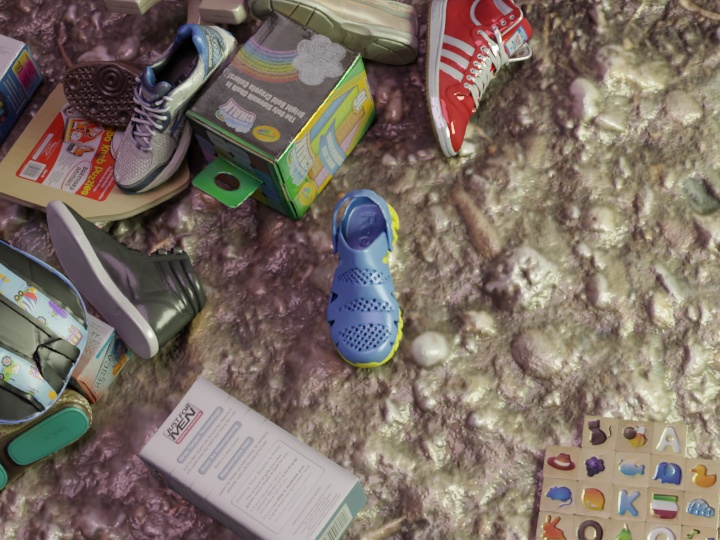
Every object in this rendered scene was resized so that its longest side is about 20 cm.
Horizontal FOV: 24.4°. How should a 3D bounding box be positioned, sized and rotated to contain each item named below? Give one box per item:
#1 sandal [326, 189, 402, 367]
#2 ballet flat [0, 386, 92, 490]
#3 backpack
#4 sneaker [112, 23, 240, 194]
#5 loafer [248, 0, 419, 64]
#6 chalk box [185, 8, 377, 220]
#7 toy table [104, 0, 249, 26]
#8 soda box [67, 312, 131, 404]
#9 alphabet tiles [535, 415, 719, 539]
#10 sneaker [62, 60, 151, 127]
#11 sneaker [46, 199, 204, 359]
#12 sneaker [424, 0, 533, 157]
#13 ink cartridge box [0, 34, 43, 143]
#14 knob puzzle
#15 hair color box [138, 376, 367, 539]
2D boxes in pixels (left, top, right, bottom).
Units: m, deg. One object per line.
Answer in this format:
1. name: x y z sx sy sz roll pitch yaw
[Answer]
1. sandal: 0.000 0.000 1.665 0.079 0.087 0.202 -6 62 5
2. ballet flat: -0.361 0.177 1.660 0.199 0.071 0.065 -26 34 -7
3. backpack: -0.374 0.059 1.606 0.199 0.134 0.184 30 63 -13
4. sneaker: -0.210 -0.175 1.733 0.077 0.085 0.201 33 96 24
5. loafer: -0.027 -0.280 1.794 0.198 0.072 0.063 16 64 -22
6. chalk box: -0.093 -0.145 1.742 0.124 0.124 0.200 30 72 23
7. toy table: -0.179 -0.320 1.832 0.199 0.185 0.117 -1 42 38
8. soda box: -0.336 0.057 1.712 0.199 0.064 0.069 27 70 22
9. alphabet tiles: 0.246 0.231 1.535 0.165 0.006 0.202 3 62 13
10. sneaker: -0.224 -0.194 1.826 0.198 0.076 0.071 8 105 8
11. sneaker: -0.238 -0.007 1.712 0.099 0.071 0.200 -31 70 -31
12. sneaker: 0.128 -0.213 1.765 0.111 0.071 0.202 -6 58 12
13. ink cartridge box: -0.467 -0.177 1.858 0.136 0.077 0.201 20 66 21
14. knob puzzle: -0.277 -0.114 1.806 0.217 0.031 0.221 1 48 -1
15. hair color box: -0.103 0.198 1.590 0.199 0.061 0.099 30 70 23
